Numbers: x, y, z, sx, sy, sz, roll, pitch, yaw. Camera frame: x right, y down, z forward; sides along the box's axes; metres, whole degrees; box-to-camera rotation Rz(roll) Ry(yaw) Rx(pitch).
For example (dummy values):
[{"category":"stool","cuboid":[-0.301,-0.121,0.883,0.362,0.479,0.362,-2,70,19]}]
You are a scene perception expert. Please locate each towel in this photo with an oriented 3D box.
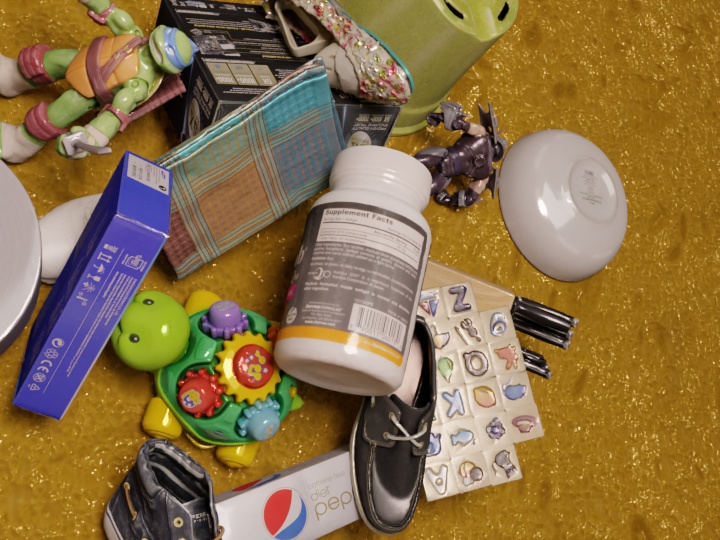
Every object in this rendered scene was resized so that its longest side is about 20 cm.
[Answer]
[{"category":"towel","cuboid":[-0.099,-0.084,0.775,0.199,0.147,0.022,-35,57,-13]}]

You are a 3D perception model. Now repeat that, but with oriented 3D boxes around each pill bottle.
[{"category":"pill bottle","cuboid":[0.000,0.000,0.775,0.116,0.116,0.202,23,67,-25]}]

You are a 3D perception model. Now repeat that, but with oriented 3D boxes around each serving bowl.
[{"category":"serving bowl","cuboid":[0.272,-0.091,1.111,0.198,0.066,0.202,10,70,-30]}]

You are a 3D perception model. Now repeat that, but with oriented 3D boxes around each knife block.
[{"category":"knife block","cuboid":[0.127,0.033,0.927,0.174,0.064,0.202,-24,89,7]}]

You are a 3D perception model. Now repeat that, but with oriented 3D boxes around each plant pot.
[{"category":"plant pot","cuboid":[0.068,-0.277,0.964,0.199,0.184,0.202,10,71,-30]}]

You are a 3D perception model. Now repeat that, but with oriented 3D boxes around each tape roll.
[{"category":"tape roll","cuboid":[-0.350,-0.009,0.674,0.198,0.066,0.202,5,75,-18]}]

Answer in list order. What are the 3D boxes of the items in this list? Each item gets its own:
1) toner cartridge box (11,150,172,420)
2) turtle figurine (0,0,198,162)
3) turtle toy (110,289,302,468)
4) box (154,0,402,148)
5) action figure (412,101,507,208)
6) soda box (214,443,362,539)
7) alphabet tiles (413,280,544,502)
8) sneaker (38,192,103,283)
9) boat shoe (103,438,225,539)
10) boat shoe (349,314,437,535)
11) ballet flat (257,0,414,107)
[{"category":"toner cartridge box","cuboid":[-0.210,0.014,0.687,0.043,0.201,0.095,24,29,-23]},{"category":"turtle figurine","cuboid":[-0.249,-0.165,0.712,0.145,0.192,0.200,65,28,-19]},{"category":"turtle toy","cuboid":[-0.134,0.084,0.784,0.199,0.101,0.147,27,64,-23]},{"category":"box","cuboid":[-0.086,-0.180,0.858,0.198,0.086,0.164,-6,50,-34]},{"category":"action figure","cuboid":[0.089,-0.119,0.985,0.199,0.069,0.131,-24,113,-24]},{"category":"soda box","cuboid":[-0.059,0.216,0.813,0.199,0.068,0.064,-15,84,-35]},{"category":"alphabet tiles","cuboid":[0.087,0.115,0.858,0.165,0.006,0.202,-11,78,-13]},{"category":"sneaker","cuboid":[-0.208,-0.048,0.789,0.199,0.080,0.077,-24,91,-33]},{"category":"boat shoe","cuboid":[-0.132,0.230,0.694,0.200,0.091,0.071,43,30,25]},{"category":"boat shoe","cuboid":[0.034,0.140,0.805,0.071,0.068,0.202,11,76,-11]},{"category":"ballet flat","cuboid":[-0.029,-0.209,0.815,0.064,0.076,0.200,-32,59,-12]}]
